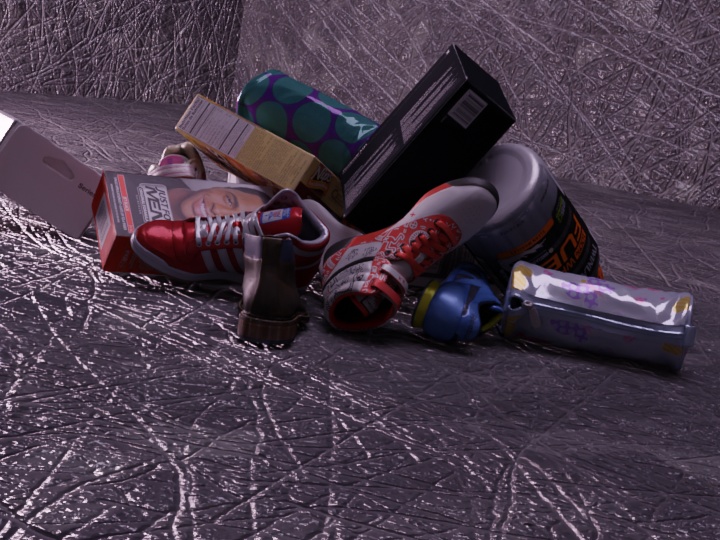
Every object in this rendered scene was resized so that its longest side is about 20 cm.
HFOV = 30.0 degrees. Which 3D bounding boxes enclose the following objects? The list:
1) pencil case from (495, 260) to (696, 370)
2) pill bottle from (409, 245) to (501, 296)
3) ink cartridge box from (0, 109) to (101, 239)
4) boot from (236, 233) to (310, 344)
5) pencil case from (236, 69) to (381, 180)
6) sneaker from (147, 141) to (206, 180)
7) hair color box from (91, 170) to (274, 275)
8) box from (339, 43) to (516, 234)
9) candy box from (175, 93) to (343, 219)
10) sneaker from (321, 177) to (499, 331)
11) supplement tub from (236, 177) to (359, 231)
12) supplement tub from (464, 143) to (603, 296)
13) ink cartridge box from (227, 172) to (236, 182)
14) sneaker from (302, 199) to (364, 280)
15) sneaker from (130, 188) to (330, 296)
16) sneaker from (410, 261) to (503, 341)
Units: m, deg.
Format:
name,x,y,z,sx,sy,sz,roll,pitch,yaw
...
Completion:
name,x,y,z,sx,sy,sz,roll,pitch,yaw
pencil case,0.244,0.046,1.389,0.199,0.084,0.091,11,-11,8
pill bottle,0.122,-0.025,1.615,0.199,0.111,0.111,6,10,-17
ink cartridge box,-0.404,-0.124,1.640,0.145,0.084,0.200,35,-4,-29
boot,-0.081,0.004,1.298,0.074,0.098,0.200,6,10,-4
pencil case,-0.052,-0.170,1.623,0.200,0.085,0.092,32,-11,27
sneaker,-0.223,-0.087,1.600,0.081,0.089,0.200,-10,31,0
hair color box,-0.188,-0.048,1.484,0.199,0.061,0.102,4,48,-28
box,0.069,-0.134,1.471,0.079,0.200,0.141,36,18,-20
candy box,-0.114,-0.129,1.600,0.200,0.055,0.115,29,-7,32
sneaker,0.050,-0.009,1.316,0.201,0.067,0.108,-25,34,20
supplement tub,-0.053,-0.097,1.709,0.200,0.123,0.122,35,23,31
supplement tub,0.186,-0.035,1.484,0.122,0.123,0.200,19,-21,47
ink cartridge box,-0.081,-0.129,1.876,0.199,0.147,0.086,7,-26,-13
sneaker,0.000,0.000,1.481,0.112,0.073,0.200,37,9,-43
sneaker,-0.129,-0.038,1.384,0.199,0.113,0.072,12,49,-21
sneaker,0.114,0.039,1.398,0.078,0.066,0.200,22,13,13
